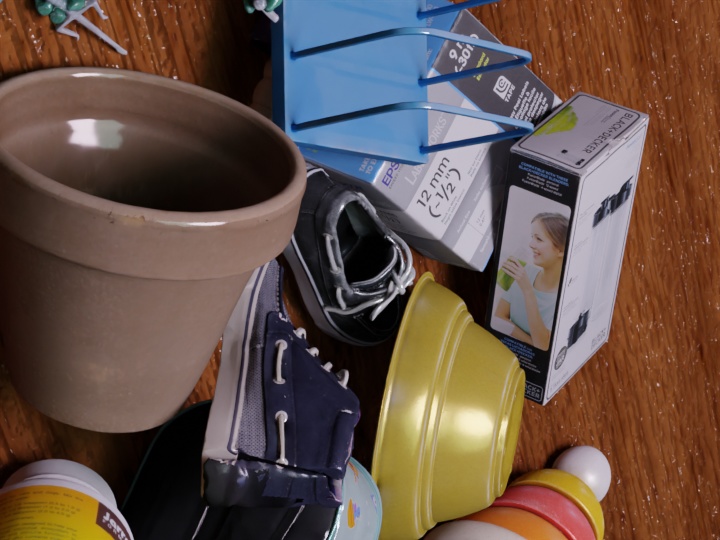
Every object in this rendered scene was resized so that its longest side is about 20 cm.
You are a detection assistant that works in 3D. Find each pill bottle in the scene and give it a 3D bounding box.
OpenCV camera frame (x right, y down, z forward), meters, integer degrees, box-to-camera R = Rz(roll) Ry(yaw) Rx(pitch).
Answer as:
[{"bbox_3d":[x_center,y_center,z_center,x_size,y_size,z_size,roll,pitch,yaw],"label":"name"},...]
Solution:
[{"bbox_3d":[-0.191,0.199,1.196,0.108,0.201,0.110,-1,118,-1],"label":"pill bottle"}]

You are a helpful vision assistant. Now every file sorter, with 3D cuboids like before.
[{"bbox_3d":[0.031,-0.181,1.289,0.138,0.122,0.202,6,81,-46],"label":"file sorter"}]

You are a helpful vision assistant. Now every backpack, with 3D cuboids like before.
[{"bbox_3d":[-0.076,0.191,1.318,0.153,0.175,0.202,28,80,-57],"label":"backpack"}]

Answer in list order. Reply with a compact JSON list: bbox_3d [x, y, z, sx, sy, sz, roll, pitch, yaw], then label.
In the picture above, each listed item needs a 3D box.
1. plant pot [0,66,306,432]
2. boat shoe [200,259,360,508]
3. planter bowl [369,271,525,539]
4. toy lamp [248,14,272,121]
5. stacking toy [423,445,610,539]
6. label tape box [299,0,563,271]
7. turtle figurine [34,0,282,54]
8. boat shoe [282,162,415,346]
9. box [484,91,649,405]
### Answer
[{"bbox_3d":[-0.146,-0.003,1.211,0.199,0.200,0.176,-9,125,-40],"label":"plant pot"},{"bbox_3d":[-0.044,0.069,1.268,0.075,0.092,0.201,97,0,-48],"label":"boat shoe"},{"bbox_3d":[0.068,0.107,1.417,0.200,0.083,0.203,9,90,-79],"label":"planter bowl"},{"bbox_3d":[-0.070,-0.094,1.328,0.058,0.058,0.201,30,83,-42],"label":"toy lamp"},{"bbox_3d":[0.146,0.203,1.570,0.200,0.145,0.147,-47,129,-42],"label":"stacking toy"},{"bbox_3d":[0.041,-0.110,1.417,0.200,0.066,0.144,37,76,-43],"label":"label tape box"},{"bbox_3d":[-0.130,-0.194,1.208,0.200,0.148,0.102,7,74,-80],"label":"turtle figurine"},{"bbox_3d":[0.001,-0.002,1.380,0.074,0.068,0.200,-54,147,-22],"label":"boat shoe"},{"bbox_3d":[0.149,-0.017,1.486,0.117,0.060,0.202,-40,144,-47],"label":"box"}]
